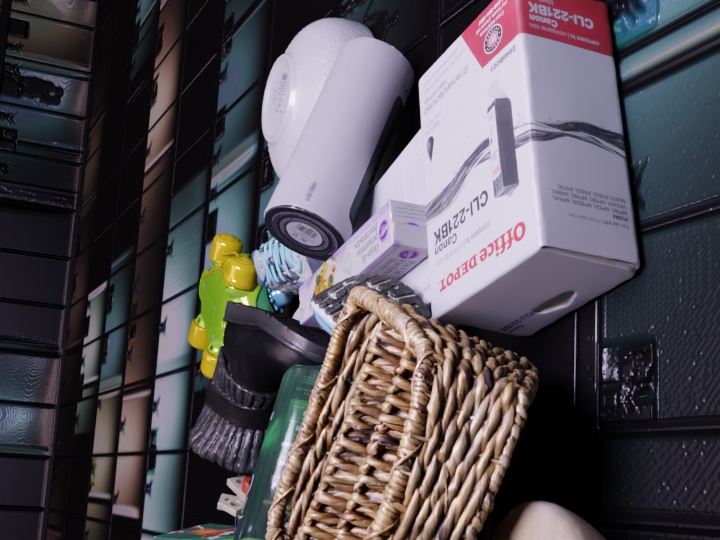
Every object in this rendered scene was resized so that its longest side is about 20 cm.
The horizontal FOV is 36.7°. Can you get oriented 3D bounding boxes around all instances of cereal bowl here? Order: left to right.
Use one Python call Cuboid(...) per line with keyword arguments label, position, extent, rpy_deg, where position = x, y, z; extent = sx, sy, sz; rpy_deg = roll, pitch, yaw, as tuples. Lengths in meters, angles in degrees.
Cuboid(label="cereal bowl", position=(-0.055, -0.180, 1.188), extent=(0.199, 0.082, 0.204), rpy_deg=(-172, 90, -68))

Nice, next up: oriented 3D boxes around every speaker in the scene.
Cuboid(label="speaker", position=(-0.017, -0.115, 0.996), extent=(0.081, 0.080, 0.202), rpy_deg=(-37, 27, 58))

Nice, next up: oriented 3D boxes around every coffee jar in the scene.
Cuboid(label="coffee jar", position=(-0.048, 0.184, 0.851), extent=(0.105, 0.084, 0.203), rpy_deg=(98, -174, -61))

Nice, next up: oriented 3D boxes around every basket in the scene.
Cuboid(label="basket", position=(0.015, 0.130, 0.706), extent=(0.143, 0.147, 0.203), rpy_deg=(-18, -49, -79))

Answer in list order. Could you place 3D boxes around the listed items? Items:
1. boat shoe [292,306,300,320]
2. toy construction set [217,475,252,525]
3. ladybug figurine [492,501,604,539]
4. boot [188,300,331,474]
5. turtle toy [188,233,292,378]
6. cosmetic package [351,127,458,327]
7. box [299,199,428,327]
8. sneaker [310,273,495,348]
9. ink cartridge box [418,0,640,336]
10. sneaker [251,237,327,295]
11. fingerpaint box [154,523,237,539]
Cuboid(label="boat shoe", position=(-0.058, 0.131, 1.123), extent=(0.202, 0.071, 0.069), rpy_deg=(-65, 27, 16))
Cuboid(label="toy construction set", position=(-0.084, 0.303, 1.078), extent=(0.131, 0.090, 0.204), rpy_deg=(-134, 36, -65))
Cuboid(label="ladybug figurine", position=(0.121, 0.241, 0.637), extent=(0.135, 0.071, 0.204), rpy_deg=(148, 127, -61))
Cuboid(label="boot", position=(-0.092, 0.122, 1.048), extent=(0.210, 0.078, 0.161), rpy_deg=(11, 85, 64))
Cuboid(label="turtle toy", position=(-0.139, 0.037, 1.285), extent=(0.200, 0.099, 0.148), rpy_deg=(-130, 54, -61))
Cuboid(label="cosmetic package", position=(0.044, -0.012, 0.941), extent=(0.200, 0.051, 0.153), rpy_deg=(132, 141, -53))
Cuboid(label="box", position=(0.000, 0.000, 0.930), extent=(0.200, 0.041, 0.039), rpy_deg=(140, 132, -56))
Cuboid(label="sneaker", position=(0.032, 0.079, 0.842), extent=(0.199, 0.078, 0.091), rpy_deg=(36, 134, 32))
Cuboid(label="ink cartridge box", position=(0.112, -0.074, 0.765), extent=(0.144, 0.082, 0.204), rpy_deg=(140, 132, -56))
Cuboid(label="sneaker", position=(-0.065, -0.003, 1.091), extent=(0.200, 0.085, 0.079), rpy_deg=(129, 136, -79))
Cuboid(label="fingerpaint box", position=(-0.108, 0.339, 0.972), extent=(0.165, 0.073, 0.204), rpy_deg=(-8, 85, 46))
